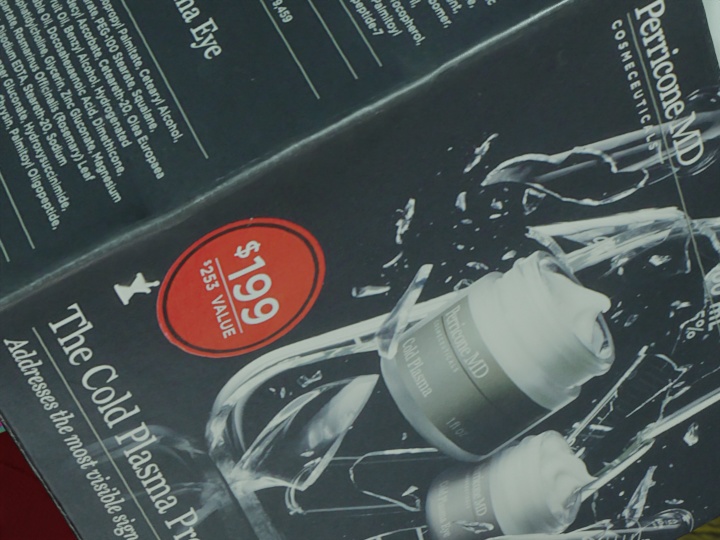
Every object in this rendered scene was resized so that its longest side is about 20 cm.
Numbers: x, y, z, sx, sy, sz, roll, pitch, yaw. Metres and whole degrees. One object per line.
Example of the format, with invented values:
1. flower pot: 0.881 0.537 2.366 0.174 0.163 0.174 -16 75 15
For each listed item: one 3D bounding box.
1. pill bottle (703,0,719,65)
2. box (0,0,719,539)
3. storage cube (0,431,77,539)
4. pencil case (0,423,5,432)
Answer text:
1. pill bottle: 0.175 -0.024 0.732 0.112 0.113 0.200 -17 137 33
2. box: 0.000 0.000 0.662 0.181 0.104 0.201 -29 138 -3
3. storage cube: -0.123 0.118 0.959 0.179 0.172 0.200 29 142 -24
4. pencil case: -0.038 0.023 0.832 0.199 0.089 0.088 12 149 -33
